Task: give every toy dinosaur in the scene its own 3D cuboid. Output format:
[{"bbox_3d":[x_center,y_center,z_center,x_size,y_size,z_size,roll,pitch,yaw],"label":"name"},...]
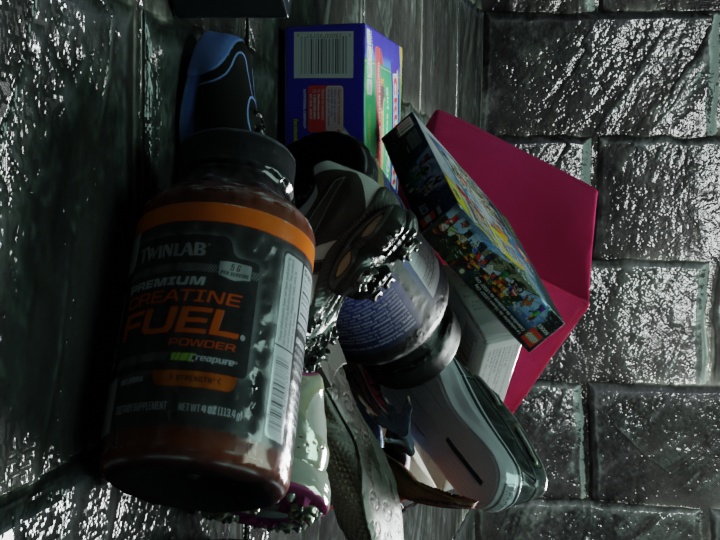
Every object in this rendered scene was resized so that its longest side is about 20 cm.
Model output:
[{"bbox_3d":[-0.006,0.175,1.161,0.201,0.104,0.182,53,-23,31],"label":"toy dinosaur"}]

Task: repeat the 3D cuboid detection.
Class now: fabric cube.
[{"bbox_3d":[0.107,0.001,1.451,0.201,0.195,0.200,-59,-170,37],"label":"fabric cube"}]

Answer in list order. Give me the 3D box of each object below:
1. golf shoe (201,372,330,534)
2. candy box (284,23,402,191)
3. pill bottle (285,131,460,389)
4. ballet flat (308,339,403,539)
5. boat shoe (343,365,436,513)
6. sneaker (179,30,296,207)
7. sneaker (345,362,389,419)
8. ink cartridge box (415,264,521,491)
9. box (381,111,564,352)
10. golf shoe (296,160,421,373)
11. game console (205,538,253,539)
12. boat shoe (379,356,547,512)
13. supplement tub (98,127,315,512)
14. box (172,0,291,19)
[{"bbox_3d":[-0.056,0.117,0.912,0.200,0.074,0.093,139,-39,-68],"label":"golf shoe"},{"bbox_3d":[-0.013,-0.121,1.263,0.200,0.076,0.171,-22,113,-81],"label":"candy box"},{"bbox_3d":[0.000,0.000,1.090,0.201,0.111,0.113,55,33,-42],"label":"pill bottle"},{"bbox_3d":[-0.018,0.127,1.029,0.202,0.046,0.067,69,22,-11],"label":"ballet flat"},{"bbox_3d":[-0.014,0.158,1.318,0.201,0.092,0.075,53,6,-24],"label":"boat shoe"},{"bbox_3d":[-0.073,-0.053,0.913,0.070,0.077,0.203,42,50,-77],"label":"sneaker"},{"bbox_3d":[0.003,0.057,1.264,0.201,0.080,0.075,64,-18,19],"label":"sneaker"},{"bbox_3d":[0.067,0.066,1.285,0.177,0.044,0.201,58,-30,38],"label":"ink cartridge box"},{"bbox_3d":[0.086,-0.035,1.151,0.137,0.038,0.200,47,12,-24],"label":"box"},{"bbox_3d":[-0.052,0.017,0.961,0.200,0.094,0.078,-48,163,-2],"label":"golf shoe"},{"bbox_3d":[-0.054,0.283,0.954,0.116,0.174,0.203,-14,-110,60],"label":"game console"},{"bbox_3d":[0.079,0.117,1.163,0.072,0.070,0.201,-53,-132,27],"label":"boat shoe"},{"bbox_3d":[-0.081,0.025,0.801,0.107,0.106,0.202,70,22,-64],"label":"supplement tub"},{"bbox_3d":[-0.083,-0.268,0.840,0.201,0.078,0.142,77,20,-55],"label":"box"}]
